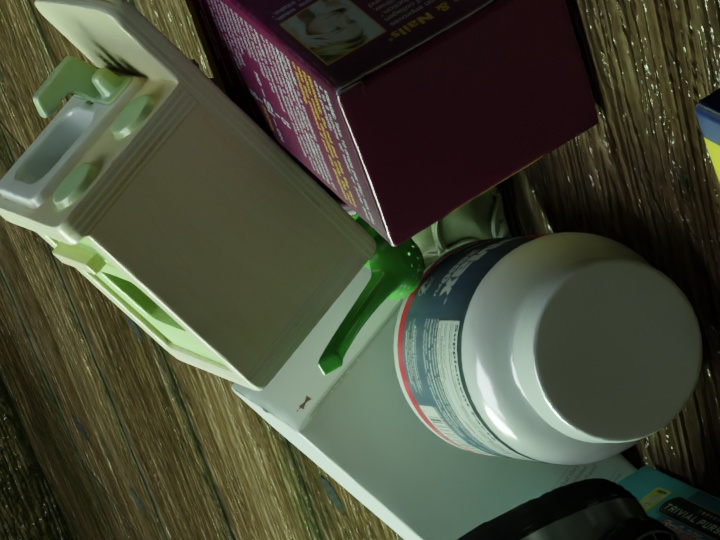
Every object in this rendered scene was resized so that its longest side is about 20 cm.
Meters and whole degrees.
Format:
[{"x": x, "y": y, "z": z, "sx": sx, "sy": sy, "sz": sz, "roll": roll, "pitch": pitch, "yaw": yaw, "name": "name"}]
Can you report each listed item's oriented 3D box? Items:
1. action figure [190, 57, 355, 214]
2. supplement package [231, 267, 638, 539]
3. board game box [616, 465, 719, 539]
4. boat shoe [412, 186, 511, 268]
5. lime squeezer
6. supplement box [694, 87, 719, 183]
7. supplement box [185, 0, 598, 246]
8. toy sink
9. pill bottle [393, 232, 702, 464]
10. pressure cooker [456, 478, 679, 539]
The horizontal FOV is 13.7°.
[{"x": -0.025, "y": -0.069, "z": 1.678, "sx": 0.200, "sy": 0.133, "sz": 0.150, "roll": -108, "pitch": 10, "yaw": -71, "name": "action figure"}, {"x": 0.046, "y": 0.095, "z": 1.732, "sx": 0.200, "sy": 0.117, "sz": 0.117, "roll": 42, "pitch": 174, "yaw": -24, "name": "supplement package"}, {"x": 0.211, "y": 0.199, "z": 1.632, "sx": 0.151, "sy": 0.047, "sz": 0.200, "roll": 65, "pitch": 165, "yaw": -17, "name": "board game box"}, {"x": 0.059, "y": -0.024, "z": 1.695, "sx": 0.062, "sy": 0.072, "sz": 0.200, "roll": 38, "pitch": 168, "yaw": 19, "name": "boat shoe"}, {"x": 0.000, "y": 0.000, "z": 1.625, "sx": 0.038, "sy": 0.071, "sz": 0.200, "roll": 43, "pitch": -170, "yaw": -22, "name": "lime squeezer"}, {"x": 0.219, "y": 0.010, "z": 1.088, "sx": 0.109, "sy": 0.109, "sz": 0.201, "roll": 35, "pitch": 152, "yaw": 58, "name": "supplement box"}, {"x": 0.009, "y": -0.122, "z": 1.512, "sx": 0.200, "sy": 0.131, "sz": 0.103, "roll": 44, "pitch": 160, "yaw": 50, "name": "supplement box"}, {"x": -0.114, "y": -0.042, "z": 1.584, "sx": 0.200, "sy": 0.112, "sz": 0.130, "roll": 44, "pitch": 168, "yaw": -23, "name": "toy sink"}, {"x": 0.099, "y": 0.040, "z": 1.549, "sx": 0.120, "sy": 0.119, "sz": 0.200, "roll": 61, "pitch": 165, "yaw": -7, "name": "pill bottle"}, {"x": 0.117, "y": 0.232, "z": 1.569, "sx": 0.200, "sy": 0.175, "sz": 0.179, "roll": 59, "pitch": 170, "yaw": 18, "name": "pressure cooker"}]
